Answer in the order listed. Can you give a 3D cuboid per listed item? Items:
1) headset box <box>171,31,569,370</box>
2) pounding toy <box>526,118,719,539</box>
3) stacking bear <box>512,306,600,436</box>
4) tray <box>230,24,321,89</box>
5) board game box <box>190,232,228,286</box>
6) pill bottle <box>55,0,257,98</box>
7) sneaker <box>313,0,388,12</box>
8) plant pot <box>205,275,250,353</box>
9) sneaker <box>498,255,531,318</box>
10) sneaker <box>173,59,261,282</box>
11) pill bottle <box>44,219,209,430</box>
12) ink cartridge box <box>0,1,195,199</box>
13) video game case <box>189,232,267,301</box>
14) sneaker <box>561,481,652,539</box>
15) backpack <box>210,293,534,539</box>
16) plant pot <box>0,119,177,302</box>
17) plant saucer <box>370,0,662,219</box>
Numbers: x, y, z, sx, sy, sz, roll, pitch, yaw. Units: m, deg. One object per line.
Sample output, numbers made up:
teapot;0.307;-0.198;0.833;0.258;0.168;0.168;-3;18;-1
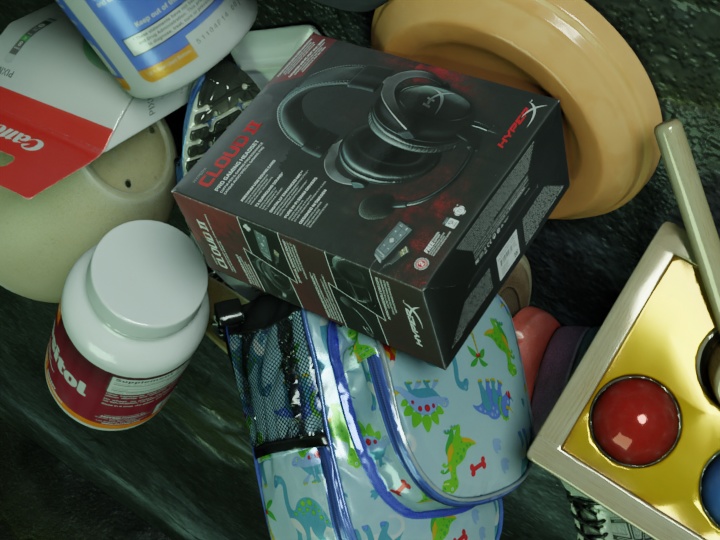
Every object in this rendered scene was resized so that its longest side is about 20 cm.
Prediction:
headset box;0.000;-0.051;0.664;0.199;0.149;0.078;23;151;30
pounding toy;0.201;0.054;0.646;0.183;0.201;0.142;31;-177;12
stacking bear;0.202;0.102;0.795;0.198;0.114;0.123;14;112;22
tray;-0.023;-0.097;0.853;0.107;0.022;0.201;9;142;48
board game box;-0.062;0.008;0.999;0.199;0.047;0.152;29;136;24
pill bottle;-0.162;-0.220;0.720;0.111;0.112;0.201;7;141;47
sneaker;-0.058;-0.213;0.629;0.198;0.072;0.083;13;138;-3
plant pot;-0.078;0.072;0.951;0.199;0.028;0.200;35;166;10
sneaker;0.082;0.066;0.843;0.070;0.076;0.201;10;138;-4
sneaker;-0.116;-0.083;0.880;0.089;0.078;0.201;54;152;33
pill bottle;-0.182;0.043;0.881;0.113;0.113;0.200;37;147;0
ink cartridge box;-0.224;-0.139;0.834;0.160;0.200;0.050;22;131;29
video game case;0.000;0.000;0.858;0.199;0.024;0.182;-19;133;28
sneaker;0.225;0.237;1.015;0.075;0.088;0.200;3;137;53
backpack;0.020;0.104;0.724;0.146;0.202;0.182;-17;168;42
plant pot;-0.230;-0.085;0.945;0.134;0.201;0.201;-18;123;45
plant saucer;0.085;-0.100;0.687;0.199;0.038;0.201;30;153;17
